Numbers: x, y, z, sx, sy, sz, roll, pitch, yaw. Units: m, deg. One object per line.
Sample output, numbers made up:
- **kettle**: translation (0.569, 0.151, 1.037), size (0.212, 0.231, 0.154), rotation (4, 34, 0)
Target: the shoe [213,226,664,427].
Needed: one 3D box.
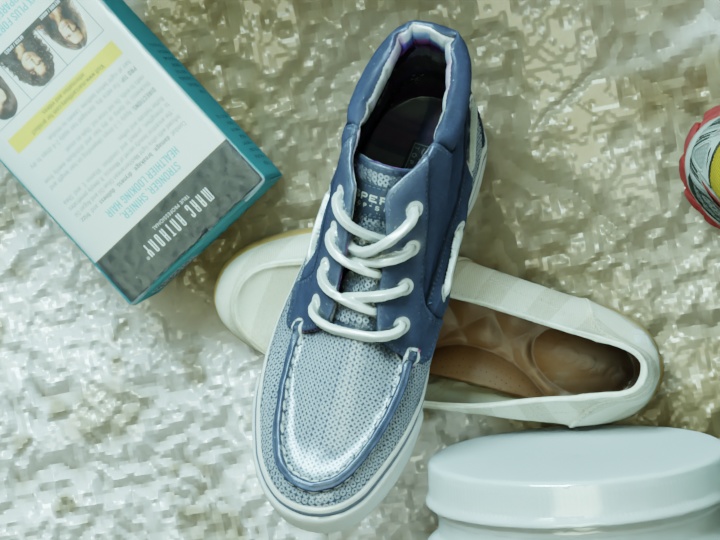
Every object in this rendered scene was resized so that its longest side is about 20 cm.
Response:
- **shoe**: translation (0.032, 0.024, 0.890), size (0.200, 0.053, 0.070), rotation (11, 97, 6)

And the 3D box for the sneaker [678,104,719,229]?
- **sneaker**: translation (0.229, -0.018, 0.845), size (0.200, 0.082, 0.078), rotation (12, 97, 5)

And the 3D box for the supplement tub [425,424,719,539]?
- **supplement tub**: translation (0.094, 0.173, 0.854), size (0.140, 0.140, 0.200), rotation (-3, 95, 8)

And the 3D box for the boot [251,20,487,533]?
- **boot**: translation (0.000, 0.000, 0.832), size (0.073, 0.090, 0.200), rotation (11, 68, 11)

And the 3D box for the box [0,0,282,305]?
- **box**: translation (-0.132, -0.087, 0.902), size (0.082, 0.049, 0.200), rotation (-42, 89, 10)
